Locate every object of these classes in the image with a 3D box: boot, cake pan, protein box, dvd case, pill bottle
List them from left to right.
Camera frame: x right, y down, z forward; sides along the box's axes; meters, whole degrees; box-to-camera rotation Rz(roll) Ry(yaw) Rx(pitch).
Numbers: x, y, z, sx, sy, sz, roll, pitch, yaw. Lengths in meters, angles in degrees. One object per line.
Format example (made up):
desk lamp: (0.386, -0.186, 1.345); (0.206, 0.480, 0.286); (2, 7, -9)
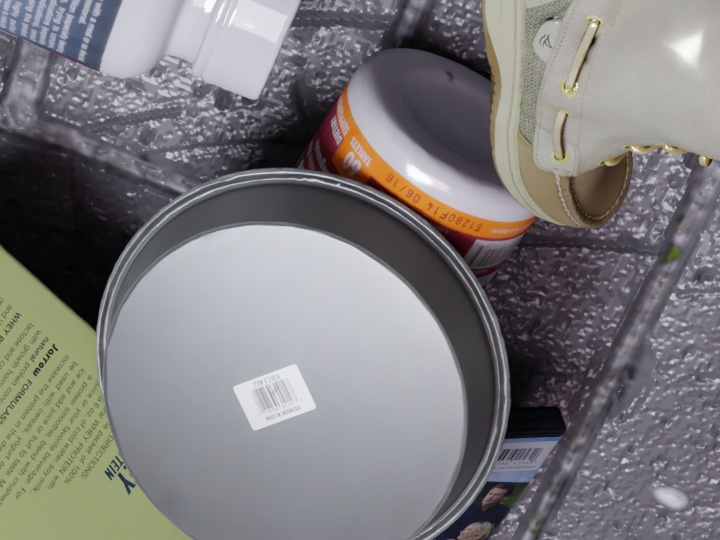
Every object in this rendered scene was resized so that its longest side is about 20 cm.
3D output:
protein box: (-0.204, 0.111, 1.227); (0.200, 0.199, 0.135); (43, 160, -23)
pill bottle: (-0.121, -0.155, 1.121); (0.199, 0.120, 0.120); (23, 123, -4)
cake pan: (-0.032, 0.054, 1.150); (0.199, 0.037, 0.201); (5, 111, 13)
pill bottle: (0.000, 0.000, 1.212); (0.109, 0.110, 0.200); (29, 122, -9)
dvd case: (0.004, 0.133, 1.283); (0.142, 0.018, 0.200); (0, 143, -25)
boot: (0.135, -0.065, 1.045); (0.154, 0.072, 0.200); (22, 153, 22)
